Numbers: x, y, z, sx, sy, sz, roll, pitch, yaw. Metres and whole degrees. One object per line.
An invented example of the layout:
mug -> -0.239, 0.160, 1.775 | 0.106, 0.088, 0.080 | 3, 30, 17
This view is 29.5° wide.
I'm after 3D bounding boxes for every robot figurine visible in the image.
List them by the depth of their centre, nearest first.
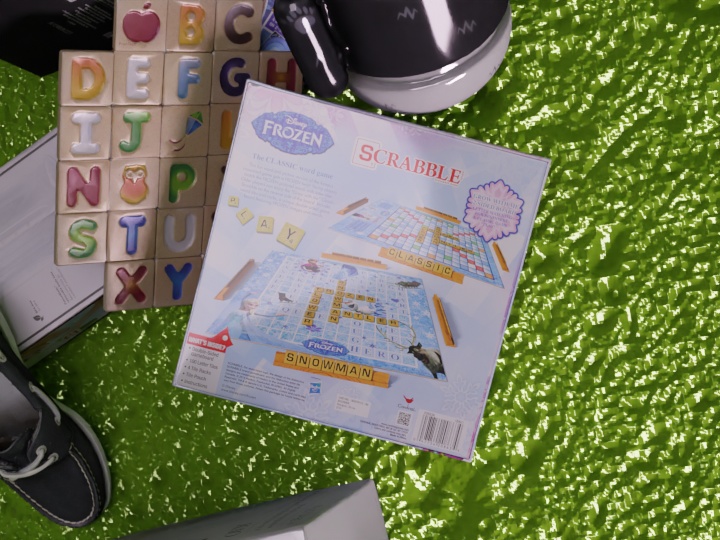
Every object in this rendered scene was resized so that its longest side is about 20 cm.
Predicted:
robot figurine -> 0.022, -0.189, 0.828 | 0.149, 0.201, 0.125 | -15, 46, 7

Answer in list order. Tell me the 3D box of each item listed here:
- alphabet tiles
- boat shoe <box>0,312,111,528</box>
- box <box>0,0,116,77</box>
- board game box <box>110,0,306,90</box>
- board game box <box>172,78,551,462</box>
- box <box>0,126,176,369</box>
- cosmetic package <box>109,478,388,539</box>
alphabet tiles -> -0.113, -0.073, 0.871 | 0.165, 0.006, 0.201 | -5, 109, -31
boat shoe -> -0.231, 0.102, 0.895 | 0.075, 0.060, 0.201 | -30, 114, 7
box -> -0.207, -0.249, 0.861 | 0.124, 0.148, 0.201 | -17, 79, 15
board game box -> -0.118, -0.187, 0.934 | 0.200, 0.034, 0.136 | 35, 95, 11
board game box -> 0.000, 0.000, 0.872 | 0.199, 0.041, 0.201 | 15, 95, -2
box -> -0.228, -0.007, 0.939 | 0.199, 0.060, 0.117 | -35, 82, 8
cosmetic package -> -0.089, 0.216, 0.832 | 0.199, 0.199, 0.124 | -16, 86, 10
